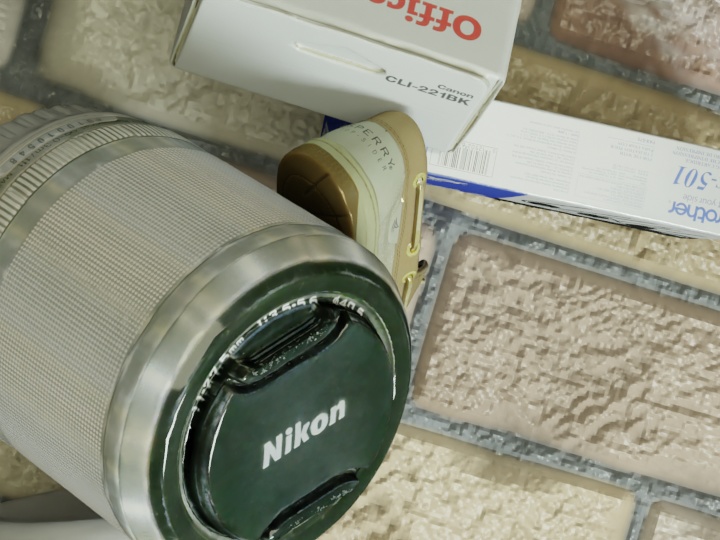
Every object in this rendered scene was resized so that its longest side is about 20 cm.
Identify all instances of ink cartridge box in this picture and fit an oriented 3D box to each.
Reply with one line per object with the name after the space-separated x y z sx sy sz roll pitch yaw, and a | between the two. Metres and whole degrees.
0.084 -0.055 1.290 0.198 0.094 0.045 12 89 -10 | ink cartridge box
0.006 -0.173 1.217 0.143 0.084 0.201 17 63 -8 | ink cartridge box

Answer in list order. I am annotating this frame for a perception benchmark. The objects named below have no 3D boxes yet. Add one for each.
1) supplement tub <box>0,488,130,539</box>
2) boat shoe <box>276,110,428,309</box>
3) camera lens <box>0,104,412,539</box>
-0.111 0.208 1.243 0.144 0.145 0.202 -7 94 -9 | supplement tub
0.000 0.000 1.242 0.066 0.200 0.074 -34 68 -24 | boat shoe
-0.088 0.028 1.161 0.159 0.200 0.161 -24 129 -34 | camera lens
